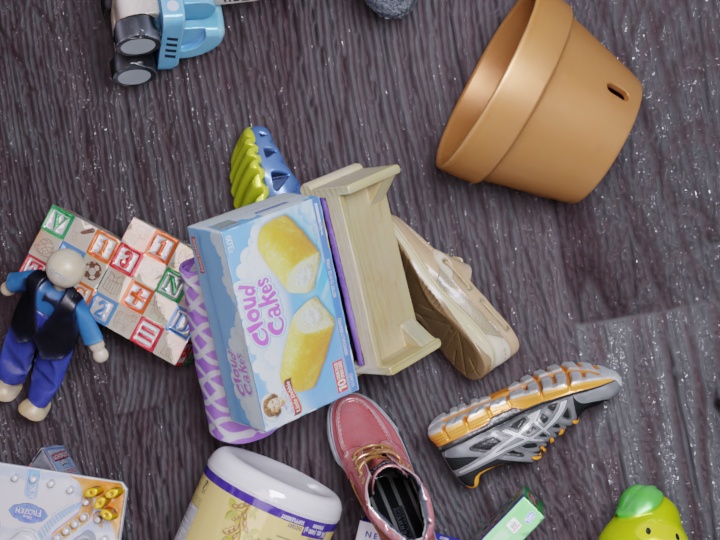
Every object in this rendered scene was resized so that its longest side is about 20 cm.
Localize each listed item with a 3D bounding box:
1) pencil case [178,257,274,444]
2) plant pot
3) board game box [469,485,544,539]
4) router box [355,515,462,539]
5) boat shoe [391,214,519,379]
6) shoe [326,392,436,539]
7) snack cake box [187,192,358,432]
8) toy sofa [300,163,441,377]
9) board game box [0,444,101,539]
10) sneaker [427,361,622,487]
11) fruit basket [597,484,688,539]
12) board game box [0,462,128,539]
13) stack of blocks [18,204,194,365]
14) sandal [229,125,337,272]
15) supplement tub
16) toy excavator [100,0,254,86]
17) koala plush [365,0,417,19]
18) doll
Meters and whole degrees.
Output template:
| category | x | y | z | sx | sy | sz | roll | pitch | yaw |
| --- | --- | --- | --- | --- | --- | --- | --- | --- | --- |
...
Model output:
| category | x | y | z | sx | sy | sz | roll | pitch | yaw |
| --- | --- | --- | --- | --- | --- | --- | --- | --- | --- |
| pencil case | -0.125 | 0.076 | 1.336 | 0.085 | 0.084 | 0.201 | -19 | 112 | -26 |
| plant pot | 0.181 | -0.158 | 1.300 | 0.139 | 0.200 | 0.201 | 27 | 90 | -7 |
| board game box | 0.094 | 0.286 | 1.245 | 0.029 | 0.135 | 0.200 | 44 | 91 | 9 |
| router box | 0.077 | 0.360 | 1.335 | 0.199 | 0.049 | 0.181 | 13 | 87 | 9 |
| boat shoe | 0.082 | 0.019 | 1.358 | 0.064 | 0.071 | 0.200 | -29 | 75 | -30 |
| shoe | 0.022 | 0.194 | 1.307 | 0.071 | 0.091 | 0.201 | -21 | 63 | -9 |
| snack cake box | -0.082 | 0.038 | 1.269 | 0.115 | 0.067 | 0.201 | -23 | 110 | -34 |
| toy sofa | 0.000 | 0.000 | 1.312 | 0.097 | 0.083 | 0.201 | -1 | 108 | 43 |
| board game box | -0.337 | 0.296 | 1.391 | 0.199 | 0.062 | 0.201 | -20 | 82 | 6 |
| sneaker | 0.170 | 0.151 | 1.332 | 0.199 | 0.078 | 0.078 | -22 | 96 | 9 |
| fruit basket | 0.271 | 0.315 | 1.255 | 0.214 | 0.156 | 0.217 | -2 | 104 | -6 |
| board game box | -0.347 | 0.302 | 1.348 | 0.199 | 0.026 | 0.201 | 7 | 86 | 8 |
| stack of blocks | -0.245 | 0.003 | 1.402 | 0.199 | 0.059 | 0.116 | 27 | 90 | 9 |
| sandal | -0.076 | -0.059 | 1.384 | 0.087 | 0.079 | 0.201 | -13 | 77 | -26 |
| supplement tub | -0.118 | 0.292 | 1.319 | 0.145 | 0.145 | 0.201 | 23 | 89 | 9 |
| toy excavator | -0.160 | -0.281 | 1.365 | 0.199 | 0.195 | 0.101 | -8 | 73 | -16 |
| koala plush | -0.009 | -0.372 | 1.346 | 0.199 | 0.177 | 0.185 | 24 | 99 | 5 |
| doll | -0.320 | 0.061 | 1.370 | 0.136 | 0.048 | 0.201 | 30 | 120 | 9 |
